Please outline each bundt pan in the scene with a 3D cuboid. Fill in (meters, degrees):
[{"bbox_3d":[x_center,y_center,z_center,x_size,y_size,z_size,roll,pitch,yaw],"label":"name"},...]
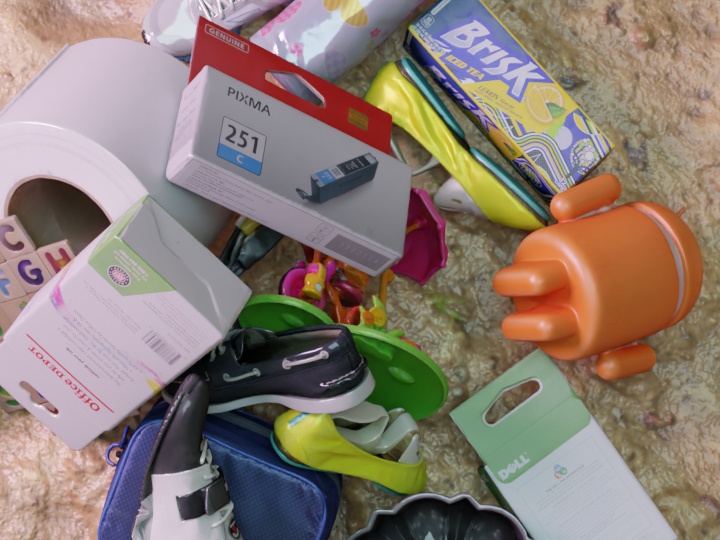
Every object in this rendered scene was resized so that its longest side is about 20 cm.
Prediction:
[{"bbox_3d":[0.068,0.280,1.709,0.200,0.076,0.204,0,92,3],"label":"bundt pan"}]

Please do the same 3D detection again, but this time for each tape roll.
[{"bbox_3d":[-0.210,-0.069,1.671,0.202,0.203,0.139,32,43,2],"label":"tape roll"}]

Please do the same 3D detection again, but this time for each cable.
[{"bbox_3d":[-0.115,-0.015,1.734,0.200,0.097,0.050,-45,99,-14],"label":"cable"}]

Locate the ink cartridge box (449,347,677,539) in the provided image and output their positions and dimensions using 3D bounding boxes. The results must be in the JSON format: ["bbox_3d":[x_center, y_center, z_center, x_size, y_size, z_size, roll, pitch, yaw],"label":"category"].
[{"bbox_3d":[0.169,0.178,1.749,0.104,0.059,0.201,-34,85,-8],"label":"ink cartridge box"}]

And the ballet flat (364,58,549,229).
[{"bbox_3d":[0.077,-0.094,1.780,0.067,0.067,0.200,-43,82,8],"label":"ballet flat"}]

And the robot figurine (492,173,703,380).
[{"bbox_3d":[0.207,0.009,1.732,0.199,0.117,0.144,-17,59,-32],"label":"robot figurine"}]

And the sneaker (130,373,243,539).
[{"bbox_3d":[-0.127,0.177,1.594,0.088,0.074,0.201,15,110,3],"label":"sneaker"}]

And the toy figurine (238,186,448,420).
[{"bbox_3d":[0.000,0.000,1.720,0.200,0.150,0.185,34,54,-30],"label":"toy figurine"}]

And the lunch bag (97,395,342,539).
[{"bbox_3d":[-0.120,0.188,1.696,0.199,0.132,0.137,25,100,2],"label":"lunch bag"}]

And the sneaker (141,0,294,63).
[{"bbox_3d":[-0.101,-0.249,1.783,0.199,0.087,0.075,-28,86,-6],"label":"sneaker"}]

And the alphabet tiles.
[{"bbox_3d":[-0.267,0.049,1.688,0.166,0.006,0.201,-15,116,33],"label":"alphabet tiles"}]

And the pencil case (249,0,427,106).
[{"bbox_3d":[-0.001,-0.228,1.766,0.200,0.091,0.083,-42,79,4],"label":"pencil case"}]

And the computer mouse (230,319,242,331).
[{"bbox_3d":[-0.126,0.068,1.746,0.199,0.034,0.059,-15,84,-18],"label":"computer mouse"}]

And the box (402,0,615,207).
[{"bbox_3d":[0.128,-0.154,1.794,0.070,0.064,0.200,-42,85,-8],"label":"box"}]

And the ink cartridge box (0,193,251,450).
[{"bbox_3d":[-0.194,0.045,1.604,0.117,0.200,0.067,44,36,-13],"label":"ink cartridge box"}]

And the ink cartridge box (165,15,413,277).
[{"bbox_3d":[-0.050,-0.110,1.652,0.199,0.045,0.177,25,50,-24],"label":"ink cartridge box"}]

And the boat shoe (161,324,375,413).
[{"bbox_3d":[-0.080,0.072,1.630,0.199,0.076,0.061,-5,118,29],"label":"boat shoe"}]

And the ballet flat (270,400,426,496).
[{"bbox_3d":[0.009,0.139,1.682,0.067,0.199,0.067,-47,54,18],"label":"ballet flat"}]
